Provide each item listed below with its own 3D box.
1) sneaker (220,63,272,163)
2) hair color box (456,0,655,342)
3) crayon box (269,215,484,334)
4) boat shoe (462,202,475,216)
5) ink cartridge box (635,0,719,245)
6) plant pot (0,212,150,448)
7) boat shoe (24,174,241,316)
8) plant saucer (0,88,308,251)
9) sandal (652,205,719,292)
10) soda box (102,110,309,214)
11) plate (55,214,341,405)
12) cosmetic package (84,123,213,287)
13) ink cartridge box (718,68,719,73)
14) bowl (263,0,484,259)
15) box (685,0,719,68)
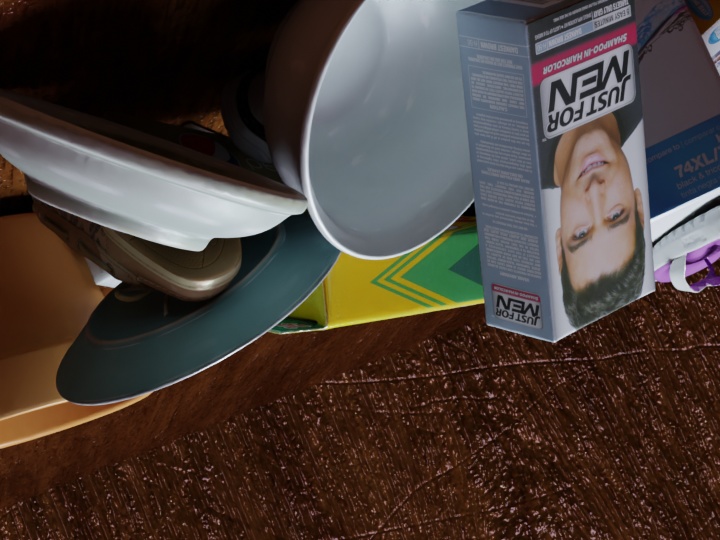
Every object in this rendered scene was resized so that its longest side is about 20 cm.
[{"bbox_3d":[0.009,-0.120,1.728,0.115,0.075,0.200,-25,169,38],"label":"sneaker"},{"bbox_3d":[0.119,-0.069,1.564,0.099,0.200,0.061,-25,-152,-39],"label":"hair color box"},{"bbox_3d":[0.000,0.000,1.667,0.200,0.051,0.127,-9,-171,-33],"label":"crayon box"},{"bbox_3d":[0.070,-0.047,1.794,0.074,0.073,0.200,-30,160,-6],"label":"boat shoe"},{"bbox_3d":[0.161,-0.118,1.723,0.146,0.200,0.147,-25,172,7],"label":"ink cartridge box"},{"bbox_3d":[-0.257,0.045,1.815,0.200,0.140,0.200,-16,174,-2],"label":"plant pot"},{"bbox_3d":[-0.137,-0.027,1.571,0.073,0.200,0.063,-17,126,-30],"label":"boat shoe"},{"bbox_3d":[-0.130,-0.051,1.462,0.200,0.050,0.200,20,-176,-1],"label":"plant saucer"},{"bbox_3d":[0.237,-0.009,1.747,0.082,0.050,0.203,-23,172,-7],"label":"sandal"},{"bbox_3d":[-0.090,-0.045,1.710,0.200,0.064,0.068,9,120,-42],"label":"soda box"},{"bbox_3d":[-0.103,0.014,1.581,0.200,0.026,0.200,-26,-160,10],"label":"plate"},{"bbox_3d":[-0.129,-0.039,1.879,0.113,0.081,0.200,-24,173,8],"label":"cosmetic package"},{"bbox_3d":[0.278,-0.177,2.080,0.200,0.085,0.144,-28,171,25],"label":"ink cartridge box"},{"bbox_3d":[0.007,-0.115,1.559,0.090,0.202,0.201,27,-152,36],"label":"bowl"},{"bbox_3d":[0.203,-0.138,1.853,0.200,0.041,0.119,-43,166,6],"label":"box"}]
